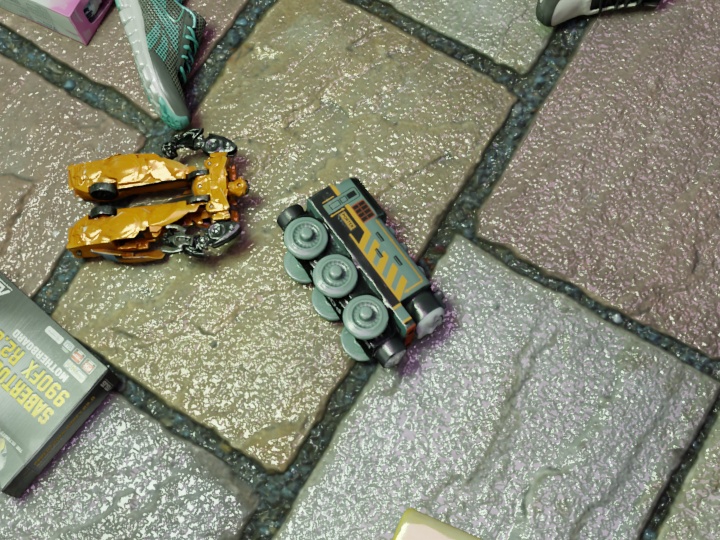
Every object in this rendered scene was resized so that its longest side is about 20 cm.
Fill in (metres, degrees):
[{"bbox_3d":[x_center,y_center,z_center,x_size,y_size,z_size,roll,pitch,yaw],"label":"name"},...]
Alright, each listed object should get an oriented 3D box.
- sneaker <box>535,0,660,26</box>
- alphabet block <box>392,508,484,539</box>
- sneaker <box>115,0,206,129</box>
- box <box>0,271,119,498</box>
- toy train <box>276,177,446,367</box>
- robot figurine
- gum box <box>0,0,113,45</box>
[{"bbox_3d":[0.283,-0.316,1.304,0.198,0.074,0.081,-29,72,-5],"label":"sneaker"},{"bbox_3d":[0.098,0.341,1.020,0.197,0.197,0.198,21,72,13],"label":"alphabet block"},{"bbox_3d":[-0.211,-0.253,1.335,0.090,0.078,0.203,-19,71,-5],"label":"sneaker"},{"bbox_3d":[-0.372,0.106,1.232,0.199,0.048,0.159,38,78,17],"label":"box"},{"bbox_3d":[0.000,0.000,1.218,0.113,0.086,0.201,-32,70,-16],"label":"toy train"},{"bbox_3d":[-0.213,-0.074,1.276,0.196,0.058,0.148,-6,70,4],"label":"robot figurine"},{"bbox_3d":[-0.370,-0.355,1.389,0.198,0.066,0.115,25,76,14],"label":"gum box"}]
